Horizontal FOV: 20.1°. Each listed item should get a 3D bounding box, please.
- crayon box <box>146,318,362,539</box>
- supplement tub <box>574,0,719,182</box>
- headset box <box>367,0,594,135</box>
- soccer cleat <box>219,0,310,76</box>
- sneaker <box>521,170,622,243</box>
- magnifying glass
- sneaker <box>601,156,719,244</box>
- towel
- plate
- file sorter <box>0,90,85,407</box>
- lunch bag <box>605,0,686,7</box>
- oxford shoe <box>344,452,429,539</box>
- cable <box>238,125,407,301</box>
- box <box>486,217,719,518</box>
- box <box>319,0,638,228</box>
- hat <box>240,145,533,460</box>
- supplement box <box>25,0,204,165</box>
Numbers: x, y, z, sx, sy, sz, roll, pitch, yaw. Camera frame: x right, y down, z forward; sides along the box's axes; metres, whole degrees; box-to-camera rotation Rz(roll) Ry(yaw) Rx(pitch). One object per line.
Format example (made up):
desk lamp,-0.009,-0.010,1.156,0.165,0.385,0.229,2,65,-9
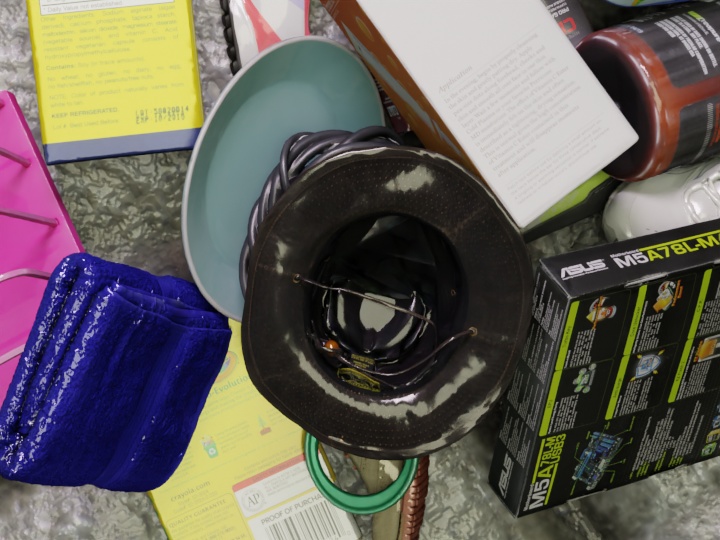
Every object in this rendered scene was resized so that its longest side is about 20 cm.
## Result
crayon box,-0.095,0.120,1.425,0.126,0.051,0.201,-23,96,-4
supplement tub,0.246,-0.136,1.398,0.199,0.107,0.108,-19,96,-27
headset box,0.061,-0.198,1.409,0.148,0.077,0.201,-25,94,-4
soccer cleat,-0.066,-0.230,1.400,0.073,0.068,0.201,-8,98,-6
sneaker,0.088,-0.056,1.421,0.199,0.072,0.083,-26,107,-12
magnifying glass,-0.005,0.066,1.394,0.079,0.022,0.201,-7,85,9
sneaker,0.252,-0.055,1.395,0.199,0.087,0.075,-19,82,-28
towel,-0.150,0.072,1.295,0.049,0.200,0.149,19,89,22
plate,-0.055,-0.062,1.378,0.025,0.200,0.201,20,92,37
file sorter,-0.269,-0.008,1.324,0.138,0.125,0.201,-28,78,10
lunch bag,0.190,-0.279,1.365,0.160,0.082,0.201,-10,67,-36
oxford shoe,0.010,0.116,1.434,0.073,0.071,0.201,-1,87,7
cable,0.000,0.000,1.359,0.163,0.051,0.201,-34,98,3
box,0.190,0.062,1.372,0.192,0.048,0.201,-12,133,-24
box,0.071,-0.132,1.306,0.097,0.124,0.200,-36,92,-5
hat,0.019,0.014,1.298,0.199,0.081,0.202,1,104,4
supplement box,-0.167,-0.176,1.371,0.108,0.110,0.201,-6,95,-5
